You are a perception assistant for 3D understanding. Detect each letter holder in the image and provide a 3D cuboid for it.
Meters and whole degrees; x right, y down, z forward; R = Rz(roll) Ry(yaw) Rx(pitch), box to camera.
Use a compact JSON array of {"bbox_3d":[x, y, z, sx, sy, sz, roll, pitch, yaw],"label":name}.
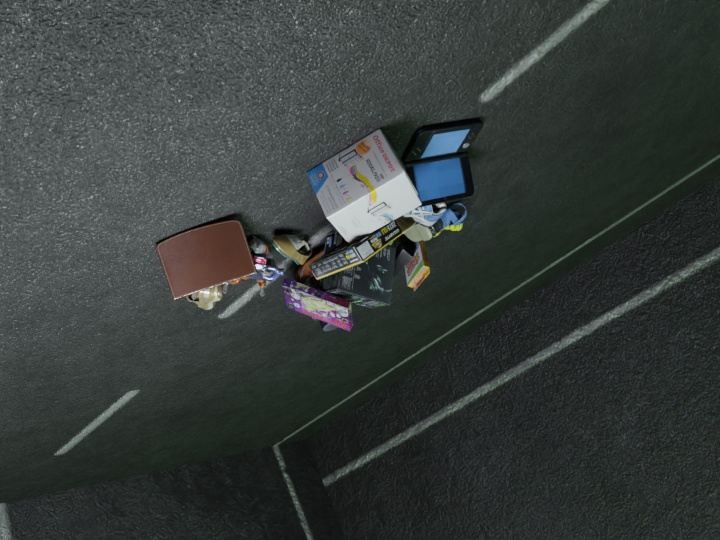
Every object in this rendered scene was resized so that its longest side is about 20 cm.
[{"bbox_3d":[-0.361,-0.034,1.432,0.199,0.143,0.101,-19,-170,-9],"label":"letter holder"}]

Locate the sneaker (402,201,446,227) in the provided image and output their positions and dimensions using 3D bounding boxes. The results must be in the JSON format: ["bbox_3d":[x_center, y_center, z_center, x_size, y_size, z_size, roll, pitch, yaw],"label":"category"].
[{"bbox_3d":[0.139,-0.176,1.569,0.199,0.076,0.077,13,148,-39],"label":"sneaker"}]

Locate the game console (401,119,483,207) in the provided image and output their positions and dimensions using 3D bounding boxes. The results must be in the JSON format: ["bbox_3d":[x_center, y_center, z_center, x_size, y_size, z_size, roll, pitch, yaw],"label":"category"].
[{"bbox_3d":[0.217,-0.266,1.512,0.199,0.119,0.171,-15,156,-27],"label":"game console"}]

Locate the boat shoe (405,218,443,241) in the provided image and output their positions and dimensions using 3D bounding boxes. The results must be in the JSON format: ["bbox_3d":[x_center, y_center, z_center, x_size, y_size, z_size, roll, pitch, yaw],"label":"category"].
[{"bbox_3d":[0.171,-0.127,1.746,0.063,0.074,0.201,-37,-164,-15],"label":"boat shoe"}]

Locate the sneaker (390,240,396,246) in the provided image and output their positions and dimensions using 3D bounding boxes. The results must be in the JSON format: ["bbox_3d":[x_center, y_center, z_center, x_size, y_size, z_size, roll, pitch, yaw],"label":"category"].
[{"bbox_3d":[0.081,-0.113,1.761,0.084,0.075,0.200,-35,160,11],"label":"sneaker"}]

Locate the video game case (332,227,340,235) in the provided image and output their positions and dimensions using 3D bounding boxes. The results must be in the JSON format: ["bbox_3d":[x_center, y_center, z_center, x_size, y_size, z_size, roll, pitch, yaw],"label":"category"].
[{"bbox_3d":[0.027,-0.171,1.581,0.143,0.019,0.200,1,132,-49],"label":"video game case"}]

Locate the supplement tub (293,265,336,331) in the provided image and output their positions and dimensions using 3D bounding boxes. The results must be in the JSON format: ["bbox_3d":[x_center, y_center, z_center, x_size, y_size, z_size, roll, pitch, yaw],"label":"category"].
[{"bbox_3d":[-0.116,0.075,1.787,0.107,0.200,0.107,-22,158,-10],"label":"supplement tub"}]

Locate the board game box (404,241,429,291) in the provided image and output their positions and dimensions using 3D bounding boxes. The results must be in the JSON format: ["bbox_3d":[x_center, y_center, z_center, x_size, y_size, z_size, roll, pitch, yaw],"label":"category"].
[{"bbox_3d":[0.166,-0.039,1.854,0.030,0.200,0.096,16,132,-23],"label":"board game box"}]

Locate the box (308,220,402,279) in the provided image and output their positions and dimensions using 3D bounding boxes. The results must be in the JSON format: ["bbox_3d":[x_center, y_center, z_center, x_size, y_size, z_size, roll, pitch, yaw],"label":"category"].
[{"bbox_3d":[-0.014,-0.052,1.508,0.160,0.049,0.200,-39,-168,-38],"label":"box"}]

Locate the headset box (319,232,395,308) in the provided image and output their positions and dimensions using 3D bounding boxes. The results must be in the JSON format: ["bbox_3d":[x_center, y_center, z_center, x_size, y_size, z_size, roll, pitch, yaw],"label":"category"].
[{"bbox_3d":[0.000,0.000,1.694,0.199,0.175,0.093,17,161,-34],"label":"headset box"}]

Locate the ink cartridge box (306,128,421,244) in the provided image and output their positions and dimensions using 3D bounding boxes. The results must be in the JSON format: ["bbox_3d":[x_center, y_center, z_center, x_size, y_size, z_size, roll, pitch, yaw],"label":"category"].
[{"bbox_3d":[0.010,-0.190,1.396,0.200,0.148,0.145,-29,150,8],"label":"ink cartridge box"}]

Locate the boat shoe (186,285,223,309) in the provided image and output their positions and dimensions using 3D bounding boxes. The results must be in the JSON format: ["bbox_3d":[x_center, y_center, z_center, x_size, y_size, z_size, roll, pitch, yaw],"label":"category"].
[{"bbox_3d":[-0.413,0.060,1.574,0.076,0.072,0.200,-5,167,-25],"label":"boat shoe"}]

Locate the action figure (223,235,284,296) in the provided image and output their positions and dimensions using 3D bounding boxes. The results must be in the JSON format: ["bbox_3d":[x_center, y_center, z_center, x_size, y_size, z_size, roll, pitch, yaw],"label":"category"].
[{"bbox_3d":[-0.303,-0.017,1.572,0.199,0.105,0.194,17,134,-18],"label":"action figure"}]

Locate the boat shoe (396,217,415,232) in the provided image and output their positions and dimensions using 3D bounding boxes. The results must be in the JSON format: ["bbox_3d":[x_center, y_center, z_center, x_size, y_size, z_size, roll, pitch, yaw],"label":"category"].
[{"bbox_3d":[0.129,-0.152,1.675,0.201,0.073,0.063,-48,168,-22],"label":"boat shoe"}]

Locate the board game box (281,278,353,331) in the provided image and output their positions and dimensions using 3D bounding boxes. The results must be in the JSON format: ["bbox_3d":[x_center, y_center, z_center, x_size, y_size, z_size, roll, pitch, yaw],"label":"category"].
[{"bbox_3d":[-0.117,0.094,1.669,0.120,0.199,0.032,81,31,-57],"label":"board game box"}]

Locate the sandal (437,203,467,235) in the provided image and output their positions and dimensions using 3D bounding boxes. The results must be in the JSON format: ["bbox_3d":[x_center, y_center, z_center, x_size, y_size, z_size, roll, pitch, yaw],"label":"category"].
[{"bbox_3d":[0.252,-0.161,1.852,0.200,0.080,0.087,-19,155,-39],"label":"sandal"}]

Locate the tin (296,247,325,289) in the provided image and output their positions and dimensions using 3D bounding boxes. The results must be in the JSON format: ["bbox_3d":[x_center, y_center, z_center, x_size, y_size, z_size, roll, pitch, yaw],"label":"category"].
[{"bbox_3d":[-0.092,-0.003,1.726,0.200,0.112,0.042,-36,-169,-26],"label":"tin"}]

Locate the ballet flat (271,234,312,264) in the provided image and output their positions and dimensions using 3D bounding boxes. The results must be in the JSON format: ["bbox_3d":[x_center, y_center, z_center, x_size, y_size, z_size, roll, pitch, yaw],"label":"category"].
[{"bbox_3d":[-0.177,-0.065,1.605,0.063,0.069,0.200,-37,167,2],"label":"ballet flat"}]

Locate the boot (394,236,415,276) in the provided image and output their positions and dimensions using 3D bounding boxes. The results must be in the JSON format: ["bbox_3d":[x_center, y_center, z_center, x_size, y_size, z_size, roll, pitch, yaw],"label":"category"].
[{"bbox_3d":[0.094,-0.031,1.896,0.065,0.165,0.200,21,125,-19],"label":"boot"}]
